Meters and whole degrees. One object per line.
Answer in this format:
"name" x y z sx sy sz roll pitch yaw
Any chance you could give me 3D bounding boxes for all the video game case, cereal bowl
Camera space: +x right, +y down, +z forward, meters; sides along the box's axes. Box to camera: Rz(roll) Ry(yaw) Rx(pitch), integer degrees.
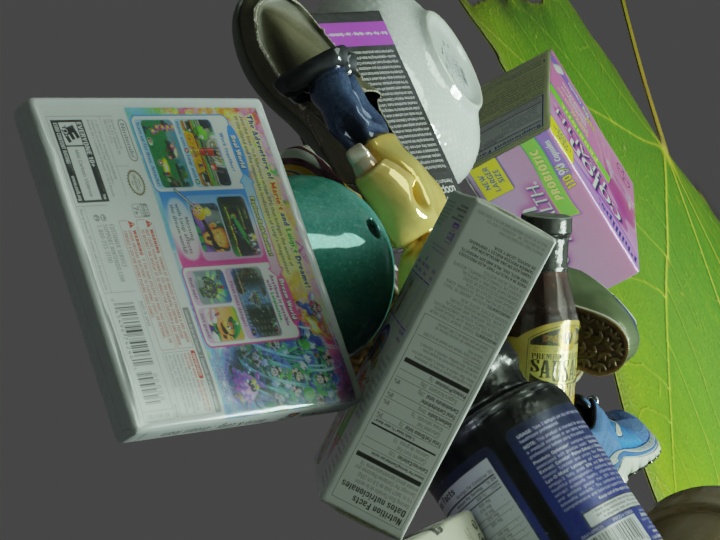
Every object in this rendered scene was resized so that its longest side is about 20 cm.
"video game case" -0.096 -0.006 1.267 0.182 0.024 0.200 -4 70 -47
"cereal bowl" 0.046 -0.164 1.900 0.200 0.083 0.200 51 21 -29

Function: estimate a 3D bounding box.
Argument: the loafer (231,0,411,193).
"loafer" -0.018 -0.130 1.638 0.075 0.070 0.200 -37 92 -39

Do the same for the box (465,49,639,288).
"box" 0.188 -0.090 2.161 0.176 0.097 0.200 56 20 -21

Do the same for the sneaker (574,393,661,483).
"sneaker" 0.201 0.141 1.903 0.089 0.078 0.200 66 18 1

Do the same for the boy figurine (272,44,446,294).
"boy figurine" 0.018 -0.053 1.497 0.200 0.064 0.124 62 7 5

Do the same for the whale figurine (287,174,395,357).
"whale figurine" -0.050 -0.011 1.387 0.200 0.104 0.159 25 42 -59

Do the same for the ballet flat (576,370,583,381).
"ballet flat" 0.137 0.073 1.847 0.068 0.062 0.200 67 19 12

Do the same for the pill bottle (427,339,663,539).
"pill bottle" 0.111 0.144 1.442 0.200 0.112 0.112 57 16 15

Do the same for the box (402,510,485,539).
"box" 0.020 0.200 1.319 0.069 0.082 0.200 65 17 6

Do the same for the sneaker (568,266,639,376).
"sneaker" 0.142 0.020 1.815 0.200 0.067 0.090 31 18 16

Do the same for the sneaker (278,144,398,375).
"sneaker" 0.000 0.000 1.554 0.200 0.075 0.090 59 24 -14

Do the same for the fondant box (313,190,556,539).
"fondant box" 0.041 0.053 1.346 0.058 0.200 0.144 28 2 -4

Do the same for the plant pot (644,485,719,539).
"plant pot" 0.255 0.289 1.715 0.173 0.200 0.200 -26 89 -54

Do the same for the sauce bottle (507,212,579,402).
"sauce bottle" 0.139 0.055 1.735 0.066 0.066 0.201 -27 120 -72

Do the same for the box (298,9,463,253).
"box" 0.005 -0.109 1.737 0.143 0.036 0.200 -11 73 -56
